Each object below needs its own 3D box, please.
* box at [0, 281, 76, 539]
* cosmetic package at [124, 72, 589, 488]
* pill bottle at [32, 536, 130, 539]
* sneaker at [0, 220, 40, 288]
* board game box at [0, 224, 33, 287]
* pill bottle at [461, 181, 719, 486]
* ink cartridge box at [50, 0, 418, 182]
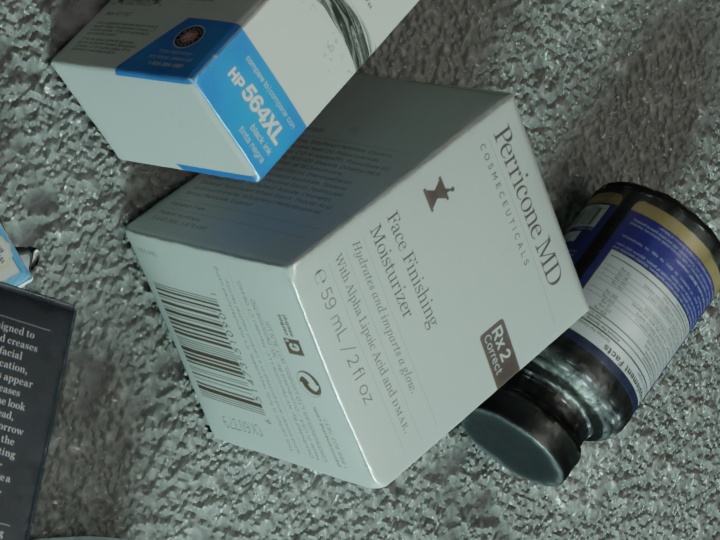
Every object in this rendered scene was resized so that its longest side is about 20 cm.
[{"bbox_3d":[-0.229,0.107,1.178,0.107,0.148,0.200,20,69,-28],"label":"box"},{"bbox_3d":[0.000,0.000,1.533,0.200,0.165,0.165,-39,122,-29],"label":"cosmetic package"},{"bbox_3d":[-0.162,0.266,1.477,0.113,0.113,0.200,1,97,-41],"label":"pill bottle"},{"bbox_3d":[-0.261,-0.020,1.371,0.200,0.078,0.140,29,77,-44],"label":"sneaker"},{"bbox_3d":[-0.279,-0.047,1.300,0.134,0.034,0.200,-31,92,-33],"label":"board game box"},{"bbox_3d":[0.157,0.045,1.711,0.200,0.112,0.112,-52,126,-20],"label":"pill bottle"},{"bbox_3d":[-0.060,-0.155,1.467,0.200,0.146,0.084,-48,124,-23],"label":"ink cartridge box"}]
